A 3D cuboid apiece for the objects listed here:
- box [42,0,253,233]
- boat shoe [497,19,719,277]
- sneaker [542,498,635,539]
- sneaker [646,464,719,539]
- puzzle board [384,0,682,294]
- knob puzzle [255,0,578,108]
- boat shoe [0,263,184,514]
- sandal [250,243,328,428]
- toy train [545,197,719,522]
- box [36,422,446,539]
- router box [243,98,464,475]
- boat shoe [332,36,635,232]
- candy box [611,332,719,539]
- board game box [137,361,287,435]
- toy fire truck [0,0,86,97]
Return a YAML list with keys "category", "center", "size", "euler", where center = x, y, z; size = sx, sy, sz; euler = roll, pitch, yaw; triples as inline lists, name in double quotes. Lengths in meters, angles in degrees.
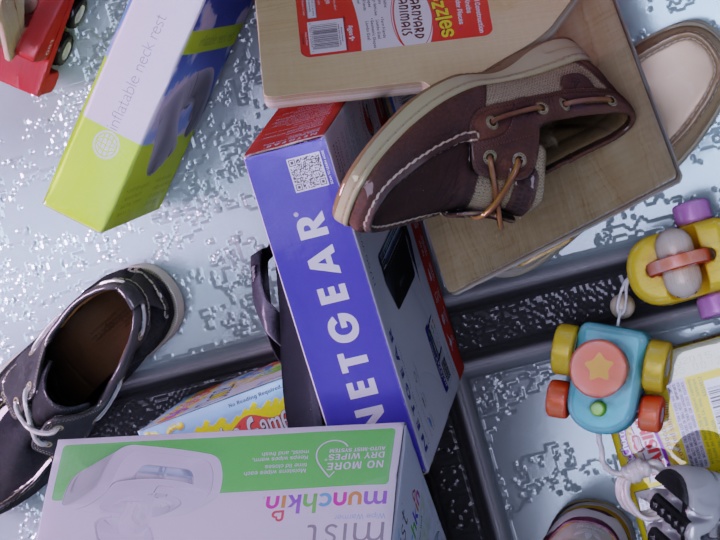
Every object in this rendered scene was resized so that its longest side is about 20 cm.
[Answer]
- category: "box"
  center: [-0.113, -0.126, 1.610]
  size: [0.048, 0.122, 0.201]
  euler: [27, 103, 8]
- category: "boat shoe"
  center: [0.136, -0.065, 1.591]
  size: [0.074, 0.069, 0.200]
  euler: [46, 104, 3]
- category: "sneaker"
  center: [0.117, 0.239, 1.629]
  size: [0.075, 0.090, 0.201]
  euler: [7, 99, 11]
- category: "sneaker"
  center: [0.204, 0.208, 1.591]
  size: [0.081, 0.075, 0.201]
  euler: [-1, 112, -19]
- category: "puzzle board"
  center: [0.089, -0.104, 1.578]
  size: [0.150, 0.017, 0.201]
  euler: [-27, 63, 20]
- category: "knob puzzle"
  center: [0.039, -0.165, 1.565]
  size: [0.219, 0.220, 0.031]
  euler: [6, 141, 12]
- category: "boat shoe"
  center: [-0.192, 0.076, 1.688]
  size: [0.072, 0.068, 0.200]
  euler: [43, 106, 2]
- category: "sandal"
  center: [-0.042, 0.028, 1.561]
  size: [0.043, 0.076, 0.201]
  euler: [-13, 52, 12]
- category: "toy train"
  center: [0.197, 0.045, 1.577]
  size: [0.200, 0.056, 0.150]
  euler: [-43, 77, 10]
- category: "box"
  center: [-0.057, 0.174, 1.500]
  size: [0.199, 0.097, 0.177]
  euler: [-4, 140, 14]
- category: "router box"
  center: [0.000, 0.000, 1.560]
  size: [0.049, 0.180, 0.201]
  euler: [-14, 105, 13]
- category: "boat shoe"
  center: [0.071, -0.062, 1.472]
  size: [0.072, 0.200, 0.072]
  euler: [43, 135, 22]
- category: "candy box"
  center: [0.214, 0.140, 1.626]
  size: [0.102, 0.026, 0.201]
  euler: [-15, 94, 17]
- category: "board game box"
  center: [-0.038, 0.161, 1.645]
  size: [0.103, 0.105, 0.201]
  euler: [-21, 94, 15]
- category: "toy fire truck"
  center: [-0.207, -0.151, 1.618]
  size: [0.049, 0.141, 0.201]
  euler: [23, 103, 8]
